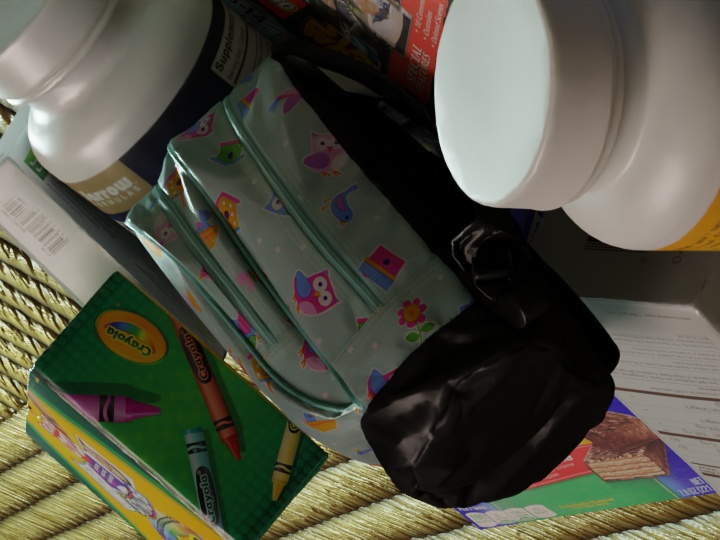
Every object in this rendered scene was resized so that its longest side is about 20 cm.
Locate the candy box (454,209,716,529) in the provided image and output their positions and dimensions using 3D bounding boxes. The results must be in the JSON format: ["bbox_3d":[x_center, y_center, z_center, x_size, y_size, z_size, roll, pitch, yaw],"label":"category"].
[{"bbox_3d":[0.072,0.043,1.211,0.168,0.077,0.200,-15,136,40],"label":"candy box"}]

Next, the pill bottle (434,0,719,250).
[{"bbox_3d":[0.132,-0.063,0.867,0.199,0.114,0.113,1,172,-27],"label":"pill bottle"}]

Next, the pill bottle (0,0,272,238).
[{"bbox_3d":[-0.083,-0.068,1.125,0.200,0.112,0.111,38,157,-27],"label":"pill bottle"}]

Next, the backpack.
[{"bbox_3d":[0.000,0.000,1.009,0.200,0.126,0.167,48,179,24],"label":"backpack"}]

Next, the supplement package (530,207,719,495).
[{"bbox_3d":[0.185,0.019,1.116,0.117,0.117,0.200,3,150,48],"label":"supplement package"}]

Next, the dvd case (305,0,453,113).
[{"bbox_3d":[-0.003,-0.144,0.954,0.200,0.022,0.146,43,156,18],"label":"dvd case"}]

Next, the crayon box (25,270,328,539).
[{"bbox_3d":[-0.087,0.077,1.088,0.119,0.058,0.200,41,166,2],"label":"crayon box"}]

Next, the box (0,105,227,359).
[{"bbox_3d":[-0.110,-0.042,1.217,0.036,0.200,0.144,-37,107,26],"label":"box"}]

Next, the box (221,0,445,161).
[{"bbox_3d":[0.009,-0.091,1.177,0.199,0.040,0.137,34,158,-18],"label":"box"}]
